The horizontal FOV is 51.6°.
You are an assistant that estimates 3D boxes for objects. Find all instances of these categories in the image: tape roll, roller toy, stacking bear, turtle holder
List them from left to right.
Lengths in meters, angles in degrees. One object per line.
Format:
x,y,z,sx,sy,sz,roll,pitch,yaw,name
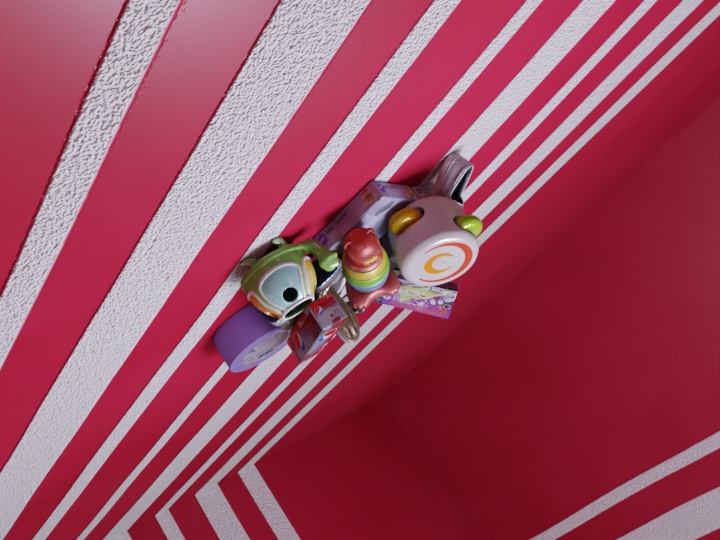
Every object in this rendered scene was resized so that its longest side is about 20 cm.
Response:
-0.246,0.151,1.778,0.200,0.085,0.200,-33,165,-10,tape roll
-0.144,0.018,1.513,0.185,0.132,0.141,-25,161,-32,turtle holder
0.010,-0.020,1.597,0.121,0.114,0.200,-24,153,-6,stacking bear
0.156,-0.068,1.654,0.199,0.140,0.183,-9,144,-13,roller toy

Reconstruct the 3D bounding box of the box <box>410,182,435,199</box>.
0.176,-0.183,1.778,0.200,0.039,0.041,-17,153,-49,box

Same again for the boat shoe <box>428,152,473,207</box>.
0.202,-0.165,1.708,0.070,0.071,0.202,-16,133,-50,boat shoe

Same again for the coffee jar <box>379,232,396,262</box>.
0.111,-0.072,1.841,0.085,0.105,0.200,-25,169,21,coffee jar

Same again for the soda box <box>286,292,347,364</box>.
-0.095,0.125,1.582,0.070,0.064,0.200,-28,166,-30,soda box

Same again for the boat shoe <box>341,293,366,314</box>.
-0.053,0.106,1.883,0.200,0.060,0.074,-33,-176,45,boat shoe

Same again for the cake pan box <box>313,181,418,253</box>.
0.013,-0.109,1.631,0.200,0.052,0.184,-44,161,25,cake pan box

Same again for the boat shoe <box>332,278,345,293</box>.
-0.072,0.032,1.844,0.093,0.075,0.200,-30,173,-42,boat shoe

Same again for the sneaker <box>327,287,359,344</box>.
-0.085,0.108,1.777,0.071,0.200,0.113,-22,161,-43,sneaker

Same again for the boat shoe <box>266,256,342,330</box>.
-0.111,0.048,1.595,0.200,0.072,0.072,-41,140,1,boat shoe

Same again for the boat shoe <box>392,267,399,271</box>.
0.126,0.004,1.863,0.199,0.057,0.067,-12,170,31,boat shoe

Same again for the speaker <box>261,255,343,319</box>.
-0.136,0.029,1.662,0.200,0.081,0.081,-30,164,-21,speaker

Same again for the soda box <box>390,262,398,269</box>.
0.121,0.025,1.978,0.064,0.200,0.068,-32,126,-11,soda box

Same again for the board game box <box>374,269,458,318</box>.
0.133,0.056,1.842,0.120,0.199,0.032,99,4,-57,board game box
